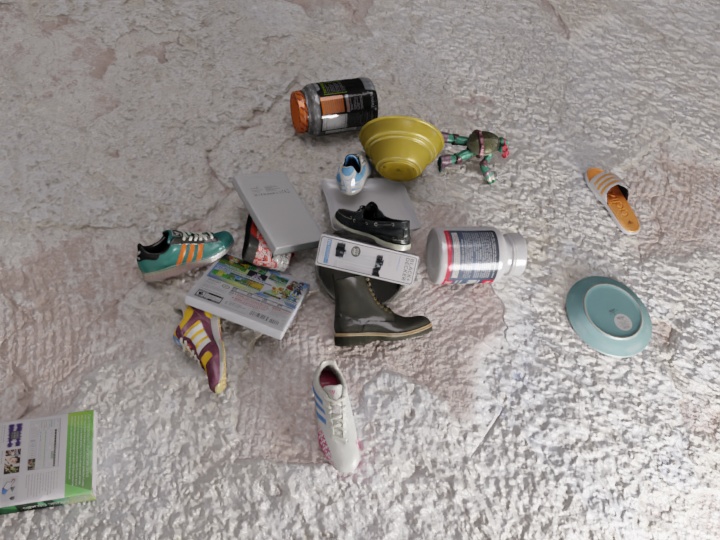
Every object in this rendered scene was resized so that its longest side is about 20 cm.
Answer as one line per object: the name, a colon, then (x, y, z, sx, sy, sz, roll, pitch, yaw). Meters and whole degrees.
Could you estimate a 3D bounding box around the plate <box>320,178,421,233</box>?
plate: (0.019, -0.139, 1.460, 0.195, 0.033, 0.202, -2, 39, -13)

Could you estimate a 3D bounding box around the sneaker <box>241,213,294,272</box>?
sneaker: (-0.186, -0.081, 1.396, 0.106, 0.068, 0.204, 20, 41, -19)

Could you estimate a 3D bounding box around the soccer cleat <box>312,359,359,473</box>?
soccer cleat: (-0.047, 0.255, 1.178, 0.068, 0.087, 0.203, -9, 59, -15)

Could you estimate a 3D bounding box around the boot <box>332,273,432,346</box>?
boot: (0.041, 0.068, 1.289, 0.195, 0.077, 0.142, -6, 89, -15)

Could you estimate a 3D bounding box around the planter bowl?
planter bowl: (0.089, -0.258, 1.491, 0.195, 0.201, 0.085, 9, 70, -4)

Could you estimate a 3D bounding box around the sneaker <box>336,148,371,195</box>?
sneaker: (-0.012, -0.239, 1.496, 0.070, 0.074, 0.201, 5, 31, 4)

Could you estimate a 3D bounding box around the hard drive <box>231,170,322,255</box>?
hard drive: (-0.170, -0.124, 1.375, 0.130, 0.026, 0.202, -12, 59, -39)

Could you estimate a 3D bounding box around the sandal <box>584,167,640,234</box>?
sandal: (0.628, -0.185, 1.607, 0.078, 0.060, 0.209, -14, 60, -19)

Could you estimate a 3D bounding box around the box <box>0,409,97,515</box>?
box: (-0.537, 0.316, 1.084, 0.195, 0.037, 0.147, -5, 58, -12)

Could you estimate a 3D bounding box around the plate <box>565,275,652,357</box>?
plate: (0.543, 0.092, 1.430, 0.195, 0.026, 0.204, 5, 55, -7)

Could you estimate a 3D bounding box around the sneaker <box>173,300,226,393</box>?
sneaker: (-0.299, 0.142, 1.220, 0.088, 0.076, 0.202, -6, 49, -16)

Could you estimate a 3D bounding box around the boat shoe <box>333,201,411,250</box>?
boat shoe: (0.024, -0.101, 1.311, 0.073, 0.068, 0.198, -9, 27, -40)

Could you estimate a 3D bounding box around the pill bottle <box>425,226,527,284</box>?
pill bottle: (0.246, -0.033, 1.402, 0.195, 0.121, 0.122, -1, 56, -10)

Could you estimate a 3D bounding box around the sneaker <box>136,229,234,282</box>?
sneaker: (-0.349, -0.049, 1.318, 0.197, 0.082, 0.071, -24, 30, -23)

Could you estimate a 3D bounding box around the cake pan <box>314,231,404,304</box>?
cake pan: (0.000, 0.000, 1.386, 0.195, 0.037, 0.204, 5, 56, -7)

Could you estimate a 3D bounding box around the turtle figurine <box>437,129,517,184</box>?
turtle figurine: (0.284, -0.295, 1.601, 0.195, 0.102, 0.153, -1, 57, -4)

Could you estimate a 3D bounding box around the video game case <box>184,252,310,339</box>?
video game case: (-0.215, 0.044, 1.287, 0.196, 0.022, 0.183, 20, 32, 4)

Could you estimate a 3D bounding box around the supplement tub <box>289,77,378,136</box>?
supplement tub: (-0.064, -0.391, 1.583, 0.195, 0.124, 0.124, -11, 59, -17)

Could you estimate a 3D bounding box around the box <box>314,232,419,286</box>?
box: (0.013, -0.024, 1.306, 0.195, 0.117, 0.062, 12, 94, -3)
